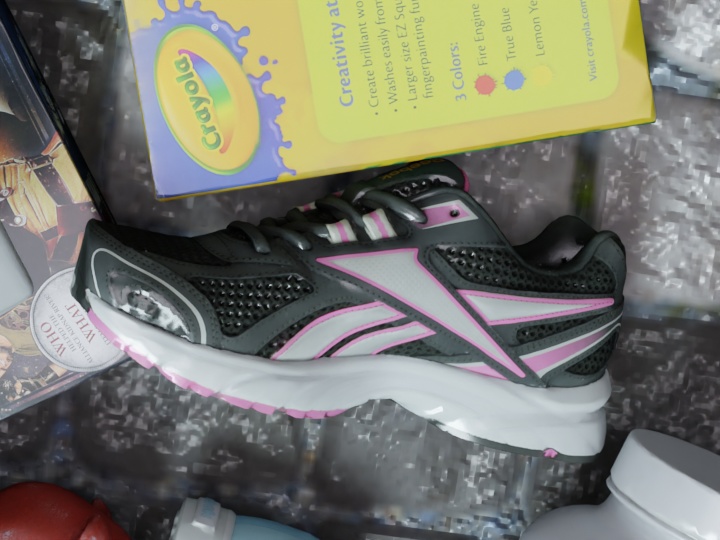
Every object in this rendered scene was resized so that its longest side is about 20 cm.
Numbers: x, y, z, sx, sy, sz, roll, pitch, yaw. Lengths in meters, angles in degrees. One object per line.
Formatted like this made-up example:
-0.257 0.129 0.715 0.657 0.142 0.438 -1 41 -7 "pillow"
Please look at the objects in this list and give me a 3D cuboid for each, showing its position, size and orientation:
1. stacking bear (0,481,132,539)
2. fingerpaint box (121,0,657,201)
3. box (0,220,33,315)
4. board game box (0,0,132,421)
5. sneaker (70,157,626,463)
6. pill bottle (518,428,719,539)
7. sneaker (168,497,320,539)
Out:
-0.149 0.160 0.883 0.114 0.121 0.200 34 89 1 "stacking bear"
-0.002 -0.136 0.851 0.167 0.073 0.200 -10 99 -1 "fingerpaint box"
-0.212 -0.073 0.718 0.131 0.200 0.199 -30 123 -13 "box"
-0.169 -0.037 0.883 0.135 0.035 0.200 -26 99 3 "board game box"
0.000 0.000 0.860 0.200 0.080 0.086 11 102 -29 "sneaker"
0.083 0.159 0.883 0.112 0.112 0.200 24 98 -5 "pill bottle"
-0.049 0.183 0.904 0.082 0.074 0.200 14 100 -1 "sneaker"
